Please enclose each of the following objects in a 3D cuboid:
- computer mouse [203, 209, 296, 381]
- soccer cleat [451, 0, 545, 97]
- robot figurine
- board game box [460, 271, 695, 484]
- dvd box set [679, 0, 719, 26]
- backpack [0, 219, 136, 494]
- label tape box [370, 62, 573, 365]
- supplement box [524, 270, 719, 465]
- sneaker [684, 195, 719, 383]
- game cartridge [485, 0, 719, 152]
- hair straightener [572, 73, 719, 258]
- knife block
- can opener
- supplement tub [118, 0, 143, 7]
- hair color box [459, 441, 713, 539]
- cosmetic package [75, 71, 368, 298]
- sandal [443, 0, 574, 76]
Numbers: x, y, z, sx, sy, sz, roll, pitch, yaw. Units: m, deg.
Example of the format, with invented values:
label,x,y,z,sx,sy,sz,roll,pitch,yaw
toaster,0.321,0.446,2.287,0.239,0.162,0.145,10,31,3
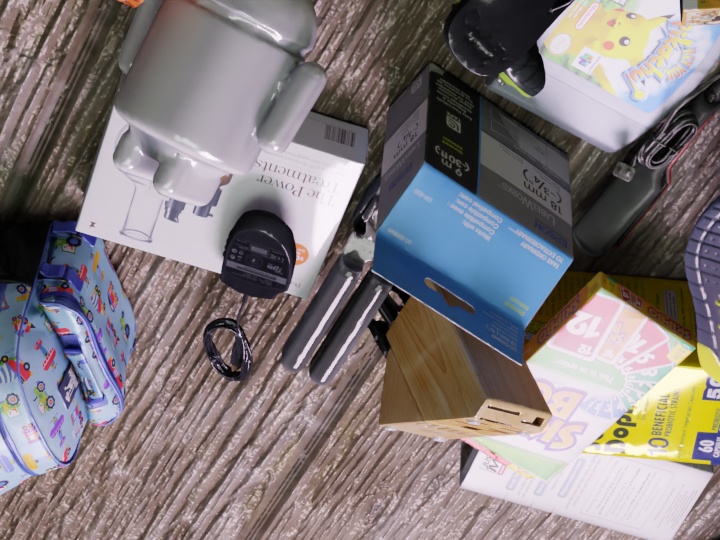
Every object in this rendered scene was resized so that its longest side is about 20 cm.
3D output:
label,x,y,z,sx,sy,sz,roll,pitch,yaw
computer mouse,-0.090,0.019,1.570,0.059,0.034,0.200,20,137,-1
soccer cleat,0.098,-0.217,1.382,0.081,0.068,0.200,-23,110,15
robot figurine,-0.105,-0.149,1.414,0.169,0.113,0.200,30,96,22
board game box,0.162,0.093,1.529,0.095,0.030,0.200,32,125,-18
dvd box set,0.314,-0.241,1.316,0.200,0.147,0.029,-1,163,7
backpack,-0.271,0.077,1.579,0.134,0.200,0.183,-7,127,11
label tape box,0.087,-0.045,1.450,0.144,0.200,0.063,32,124,-20
supplement box,0.209,0.078,1.599,0.200,0.110,0.109,5,129,1
sneaker,0.294,0.004,1.460,0.074,0.082,0.200,26,146,29
game cartridge,0.200,-0.180,1.439,0.133,0.041,0.200,24,127,-18
hair straightener,0.229,-0.080,1.489,0.041,0.077,0.200,49,124,9
knife block,0.075,0.042,1.524,0.064,0.176,0.200,14,167,-29
can opener,0.000,0.000,1.567,0.053,0.067,0.200,25,119,-13
supplement tub,-0.219,-0.273,1.341,0.200,0.123,0.123,30,125,-18
hair color box,0.196,0.165,1.702,0.200,0.061,0.099,16,128,-9
cosmetic package,-0.111,-0.071,1.543,0.200,0.052,0.151,16,131,-9
sandal,0.140,-0.216,1.340,0.076,0.043,0.200,35,97,-17
